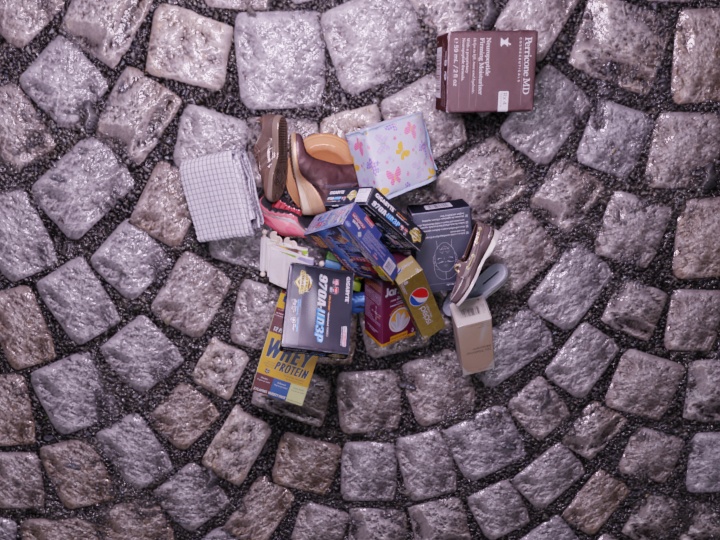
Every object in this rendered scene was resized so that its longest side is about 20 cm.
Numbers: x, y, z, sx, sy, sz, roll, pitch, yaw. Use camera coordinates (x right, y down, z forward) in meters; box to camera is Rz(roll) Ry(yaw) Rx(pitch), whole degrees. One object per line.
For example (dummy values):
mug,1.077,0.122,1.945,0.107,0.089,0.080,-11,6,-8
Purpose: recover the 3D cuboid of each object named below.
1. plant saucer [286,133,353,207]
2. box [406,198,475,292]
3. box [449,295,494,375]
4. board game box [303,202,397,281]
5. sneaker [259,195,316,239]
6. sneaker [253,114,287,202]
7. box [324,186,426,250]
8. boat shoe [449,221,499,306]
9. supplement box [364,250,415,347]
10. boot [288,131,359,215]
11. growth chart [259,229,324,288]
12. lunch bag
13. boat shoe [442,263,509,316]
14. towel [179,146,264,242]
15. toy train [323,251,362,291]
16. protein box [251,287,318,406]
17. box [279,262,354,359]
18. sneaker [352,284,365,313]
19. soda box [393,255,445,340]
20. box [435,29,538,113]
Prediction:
plant saucer,-0.089,-0.229,1.479,0.194,0.038,0.206,-1,106,-2
box,0.199,-0.061,1.500,0.144,0.107,0.206,-6,106,-1
box,0.287,0.169,1.544,0.092,0.079,0.203,-15,133,3
board game box,-0.030,-0.067,1.382,0.200,0.197,0.062,48,66,-33
sneaker,-0.159,-0.115,1.490,0.196,0.075,0.088,27,141,4
sneaker,-0.219,-0.268,1.449,0.074,0.070,0.206,8,94,23
box,0.035,-0.116,1.390,0.199,0.157,0.047,36,72,-36
boat shoe,0.255,-0.015,1.425,0.058,0.072,0.204,26,99,-5
supplement box,0.074,0.071,1.497,0.108,0.085,0.205,-17,122,-28
boot,-0.079,-0.238,1.435,0.162,0.072,0.206,-14,105,-10
growth chart,-0.174,-0.010,1.505,0.196,0.018,0.148,26,119,18
lunch bag,0.083,-0.268,1.425,0.197,0.126,0.174,-24,106,-27
boat shoe,0.302,0.058,1.560,0.198,0.073,0.062,-36,149,21
towel,-0.325,-0.178,1.441,0.161,0.086,0.205,-7,107,22
toy train,0.000,0.000,1.510,0.195,0.085,0.119,16,89,-6
protein box,-0.171,0.185,1.514,0.131,0.199,0.205,17,105,-6
box,-0.098,0.093,1.391,0.154,0.046,0.205,9,65,-10
sneaker,-0.039,0.080,1.555,0.194,0.066,0.081,1,113,-4
soda box,0.136,0.067,1.433,0.067,0.064,0.202,-30,129,-4
box,0.275,-0.445,1.359,0.194,0.165,0.171,-2,107,-1
